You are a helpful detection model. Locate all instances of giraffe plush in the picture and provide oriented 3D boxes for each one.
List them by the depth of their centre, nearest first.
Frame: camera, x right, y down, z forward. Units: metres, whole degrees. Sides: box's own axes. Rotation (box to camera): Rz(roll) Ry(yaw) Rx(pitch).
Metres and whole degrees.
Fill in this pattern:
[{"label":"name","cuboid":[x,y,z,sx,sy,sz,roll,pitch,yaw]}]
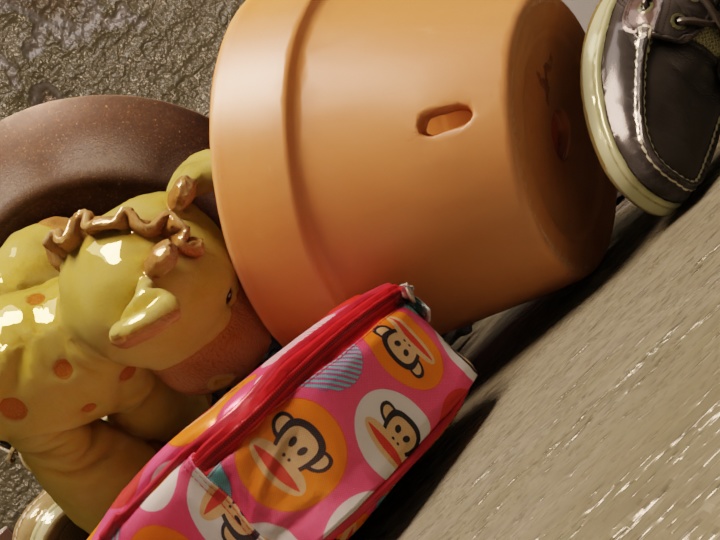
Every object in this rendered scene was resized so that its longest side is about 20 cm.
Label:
[{"label":"giraffe plush","cuboid":[-0.115,0.023,0.784,0.162,0.174,0.199,-31,-32,30]}]

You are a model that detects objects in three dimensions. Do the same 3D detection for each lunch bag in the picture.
[{"label":"lunch bag","cuboid":[-0.037,0.095,0.708,0.200,0.082,0.176,-46,-5,35]}]

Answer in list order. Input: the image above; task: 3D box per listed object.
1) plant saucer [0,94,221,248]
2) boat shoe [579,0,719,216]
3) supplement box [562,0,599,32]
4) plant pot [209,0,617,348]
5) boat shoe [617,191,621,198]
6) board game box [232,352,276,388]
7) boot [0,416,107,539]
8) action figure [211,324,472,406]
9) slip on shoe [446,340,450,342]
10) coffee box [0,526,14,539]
[{"label":"plant saucer","cuboid":[-0.141,-0.011,0.907,0.200,0.200,0.037,-43,36,31]},{"label":"boat shoe","cuboid":[0.153,-0.118,0.751,0.066,0.072,0.202,-30,35,44]},{"label":"supplement box","cuboid":[0.101,-0.143,0.986,0.101,0.104,0.200,-18,-4,-15]},{"label":"plant pot","cuboid":[0.038,-0.055,0.787,0.139,0.201,0.200,-6,21,29]},{"label":"boat shoe","cuboid":[0.117,-0.055,1.037,0.070,0.066,0.200,-43,1,-7]},{"label":"board game box","cuboid":[-0.091,0.008,1.020,0.150,0.047,0.200,-10,-38,6]},{"label":"boot","cuboid":[-0.185,0.101,0.924,0.200,0.154,0.073,-42,-31,-62]},{"label":"action figure","cuboid":[0.000,0.000,0.915,0.201,0.104,0.193,-67,-18,9]},{"label":"slip on shoe","cuboid":[0.024,-0.042,1.077,0.076,0.201,0.061,-24,-12,10]},{"label":"coffee box","cuboid":[-0.218,0.236,0.960,0.080,0.113,0.200,-44,1,-29]}]
